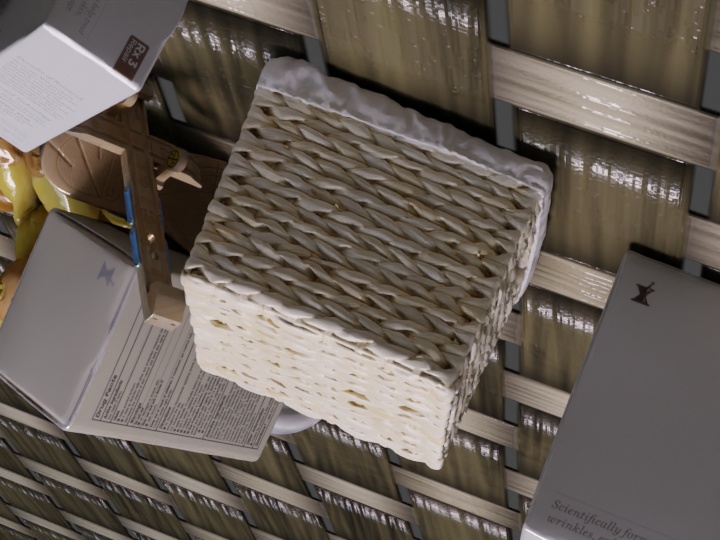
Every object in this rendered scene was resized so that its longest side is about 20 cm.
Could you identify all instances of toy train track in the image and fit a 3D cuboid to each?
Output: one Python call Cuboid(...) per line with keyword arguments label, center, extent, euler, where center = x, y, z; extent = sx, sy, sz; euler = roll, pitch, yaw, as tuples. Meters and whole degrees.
Cuboid(label="toy train track", center=(-0.133, -0.054, 1.233), extent=(0.114, 0.202, 0.032), euler=(21, 134, -40))

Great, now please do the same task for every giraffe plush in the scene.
Cuboid(label="giraffe plush", center=(-0.238, -0.003, 1.479), extent=(0.171, 0.163, 0.200), euler=(16, 158, 22))

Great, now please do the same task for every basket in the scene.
Cuboid(label="basket", center=(0.000, 0.000, 1.224), extent=(0.198, 0.162, 0.199), euler=(23, 161, 8))

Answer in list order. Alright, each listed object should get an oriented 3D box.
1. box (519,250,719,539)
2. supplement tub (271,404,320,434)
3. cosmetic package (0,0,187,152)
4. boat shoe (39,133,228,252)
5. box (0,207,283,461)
Cuboid(label="box", center=(0.222, 0.127, 1.219), extent=(0.197, 0.201, 0.131), euler=(21, 160, 10))
Cuboid(label="supplement tub", center=(-0.111, 0.073, 1.581), extent=(0.122, 0.123, 0.199), euler=(36, 157, -28))
Cuboid(label="cosmetic package", center=(-0.176, -0.146, 1.151), extent=(0.074, 0.102, 0.200), euler=(32, 157, -20))
Cuboid(label="boat shoe", center=(-0.139, -0.058, 1.379), extent=(0.198, 0.073, 0.065), euler=(19, -173, -22))
Cuboid(label="box", center=(-0.146, 0.049, 1.377), extent=(0.109, 0.129, 0.199), euler=(30, -172, 40))
